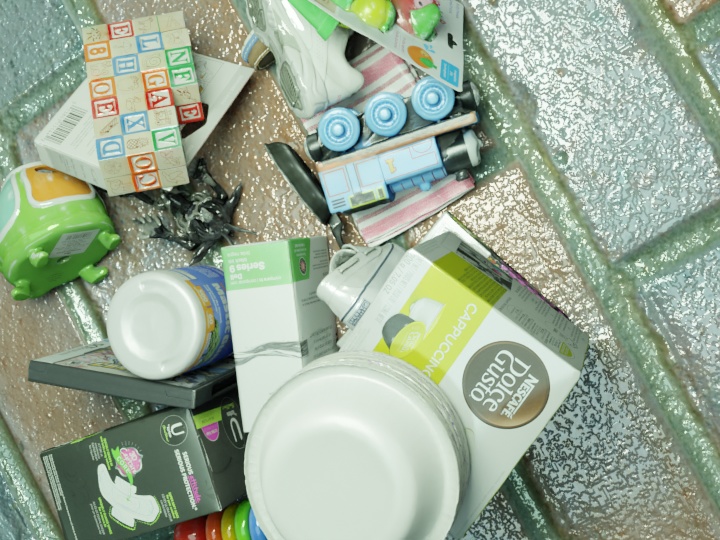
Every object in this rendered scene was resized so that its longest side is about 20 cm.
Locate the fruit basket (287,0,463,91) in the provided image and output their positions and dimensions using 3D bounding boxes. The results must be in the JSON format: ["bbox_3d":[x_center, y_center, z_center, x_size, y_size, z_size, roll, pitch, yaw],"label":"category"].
[{"bbox_3d":[0.026,-0.282,1.021,0.198,0.186,0.094,23,130,-12],"label":"fruit basket"}]

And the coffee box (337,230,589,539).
[{"bbox_3d":[0.093,0.104,1.008,0.197,0.200,0.201,36,104,8],"label":"coffee box"}]

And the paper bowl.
[{"bbox_3d":[-0.008,0.178,0.887,0.198,0.104,0.204,2,98,16],"label":"paper bowl"}]

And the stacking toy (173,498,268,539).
[{"bbox_3d":[-0.131,0.305,1.183,0.198,0.085,0.086,-15,89,20],"label":"stacking toy"}]

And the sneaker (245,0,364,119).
[{"bbox_3d":[-0.058,-0.263,1.072,0.098,0.078,0.202,-20,86,-22],"label":"sneaker"}]

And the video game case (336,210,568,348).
[{"bbox_3d":[0.101,0.068,1.125,0.181,0.036,0.201,41,102,9],"label":"video game case"}]

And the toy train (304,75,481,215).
[{"bbox_3d":[0.040,-0.135,1.082,0.198,0.087,0.116,-17,97,10],"label":"toy train"}]

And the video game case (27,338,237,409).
[{"bbox_3d":[-0.242,0.113,1.143,0.197,0.181,0.026,7,96,14],"label":"video game case"}]

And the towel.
[{"bbox_3d":[0.023,-0.146,1.137,0.145,0.030,0.202,-30,85,14],"label":"towel"}]

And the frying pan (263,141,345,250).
[{"bbox_3d":[-0.045,-0.069,1.117,0.031,0.115,0.191,-37,84,5],"label":"frying pan"}]

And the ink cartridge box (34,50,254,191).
[{"bbox_3d":[-0.238,-0.174,1.135,0.174,0.045,0.201,21,58,14],"label":"ink cartridge box"}]

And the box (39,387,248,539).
[{"bbox_3d":[-0.236,0.228,1.165,0.198,0.148,0.126,-19,87,15],"label":"box"}]

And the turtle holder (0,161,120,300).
[{"bbox_3d":[-0.372,-0.045,1.205,0.140,0.186,0.133,-25,74,-19],"label":"turtle holder"}]

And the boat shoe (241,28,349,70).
[{"bbox_3d":[-0.044,-0.279,1.125,0.199,0.072,0.073,-35,86,14],"label":"boat shoe"}]

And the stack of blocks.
[{"bbox_3d":[-0.229,-0.182,1.078,0.114,0.059,0.202,-11,56,-8],"label":"stack of blocks"}]

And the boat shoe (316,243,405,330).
[{"bbox_3d":[0.000,0.000,1.061,0.065,0.200,0.074,35,104,0],"label":"boat shoe"}]

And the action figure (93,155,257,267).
[{"bbox_3d":[-0.219,-0.083,1.169,0.199,0.102,0.120,30,88,13],"label":"action figure"}]

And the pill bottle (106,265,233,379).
[{"bbox_3d":[-0.187,0.052,1.115,0.111,0.200,0.114,1,94,15],"label":"pill bottle"}]

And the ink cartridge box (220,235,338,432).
[{"bbox_3d":[-0.082,0.067,1.116,0.083,0.146,0.203,-6,91,14],"label":"ink cartridge box"}]
